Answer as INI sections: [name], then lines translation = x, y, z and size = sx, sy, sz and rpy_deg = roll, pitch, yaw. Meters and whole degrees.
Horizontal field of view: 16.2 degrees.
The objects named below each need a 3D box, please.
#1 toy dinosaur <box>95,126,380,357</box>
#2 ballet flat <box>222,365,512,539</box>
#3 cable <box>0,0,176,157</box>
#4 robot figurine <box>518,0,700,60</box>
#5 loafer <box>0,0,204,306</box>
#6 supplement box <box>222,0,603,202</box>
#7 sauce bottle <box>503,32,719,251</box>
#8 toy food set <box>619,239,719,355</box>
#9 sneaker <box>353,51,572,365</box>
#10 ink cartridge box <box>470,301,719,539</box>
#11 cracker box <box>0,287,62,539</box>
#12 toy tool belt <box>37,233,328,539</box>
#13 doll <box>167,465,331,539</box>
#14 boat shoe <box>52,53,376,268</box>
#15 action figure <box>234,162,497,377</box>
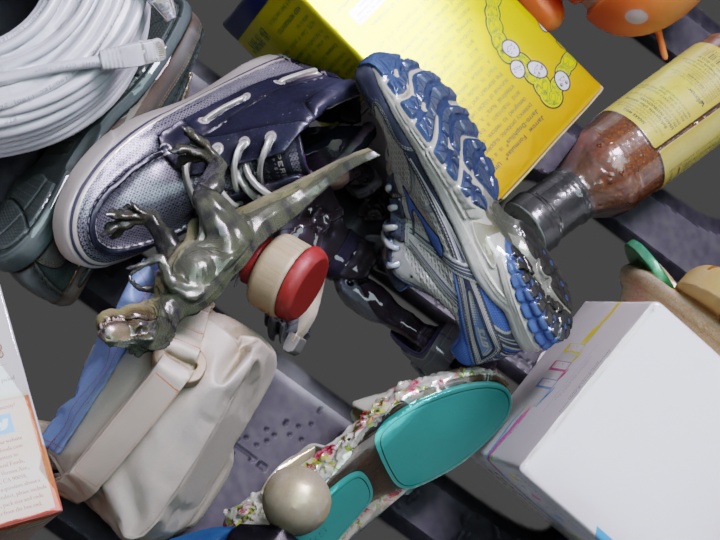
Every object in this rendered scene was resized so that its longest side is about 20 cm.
[toy dinosaur]
translation = -0.088, -0.026, 1.413
size = 0.088, 0.048, 0.200
rpy_deg = 38, 63, 22
[ballet flat]
translation = -0.002, 0.111, 1.499
size = 0.199, 0.064, 0.076
rpy_deg = -35, 130, -17
[cable]
translation = -0.219, -0.162, 1.477
size = 0.199, 0.069, 0.201
rpy_deg = -21, 66, -6
[robot figurine]
translation = 0.157, -0.235, 1.629
size = 0.200, 0.117, 0.144
rpy_deg = 47, 67, -2
[loafer]
translation = -0.150, -0.070, 1.516
size = 0.063, 0.072, 0.201
rpy_deg = 45, 69, -32
[supplement box]
translation = 0.031, -0.132, 1.562
size = 0.200, 0.109, 0.110
rpy_deg = 45, 67, -3
[sauce bottle]
translation = 0.175, -0.080, 1.622
size = 0.199, 0.066, 0.066
rpy_deg = -33, 88, -24
[toy food set]
translation = 0.234, 0.053, 1.540
size = 0.200, 0.198, 0.049
rpy_deg = 42, 87, -29
[sneaker]
translation = 0.040, -0.030, 1.471
size = 0.201, 0.085, 0.077
rpy_deg = 60, 23, -6
[ink cartridge box]
translation = 0.160, 0.105, 1.505
size = 0.128, 0.200, 0.125
rpy_deg = 40, 84, -5
[cracker box]
translation = -0.229, 0.057, 1.407
size = 0.057, 0.134, 0.201
rpy_deg = -14, 81, -22
[toy tool belt]
translation = -0.118, 0.048, 1.451
size = 0.122, 0.125, 0.201
rpy_deg = 30, 89, 16
[doll]
translation = -0.074, 0.201, 1.424
size = 0.136, 0.048, 0.201
rpy_deg = 27, 91, 16
[boat shoe]
translation = -0.081, -0.062, 1.471
size = 0.200, 0.092, 0.075
rpy_deg = -39, 124, -28
[action figure]
translation = 0.000, 0.000, 1.542
size = 0.199, 0.069, 0.131
rpy_deg = 33, 75, -4
